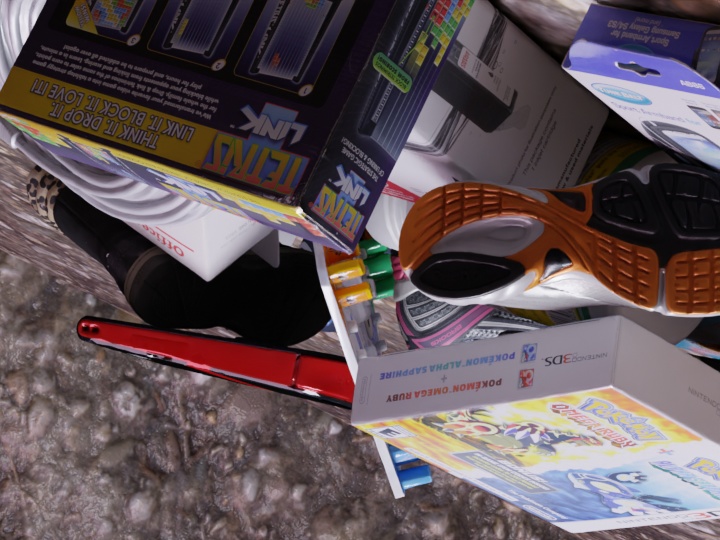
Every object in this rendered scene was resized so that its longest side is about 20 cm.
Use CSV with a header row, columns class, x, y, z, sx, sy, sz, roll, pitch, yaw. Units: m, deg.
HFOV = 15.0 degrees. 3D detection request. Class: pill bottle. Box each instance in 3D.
class,x,y,z,sx,sy,sz,roll,pitch,yaw
pill bottle,0.097,-0.030,1.527,0.200,0.113,0.113,17,169,42

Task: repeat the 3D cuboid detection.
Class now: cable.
class,x,y,z,sx,sy,sz,roll,pitch,yaw
cable,-0.134,-0.118,1.513,0.200,0.069,0.200,42,144,18

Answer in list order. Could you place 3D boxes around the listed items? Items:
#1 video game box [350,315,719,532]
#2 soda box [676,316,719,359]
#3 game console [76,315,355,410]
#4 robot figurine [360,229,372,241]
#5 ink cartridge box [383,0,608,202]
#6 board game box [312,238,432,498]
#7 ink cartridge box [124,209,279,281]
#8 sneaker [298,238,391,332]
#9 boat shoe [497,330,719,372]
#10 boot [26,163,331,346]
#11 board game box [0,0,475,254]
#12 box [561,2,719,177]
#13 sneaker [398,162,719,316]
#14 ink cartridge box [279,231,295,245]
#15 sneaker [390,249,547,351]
class,x,y,z,sx,sy,sz,roll,pitch,yaw
video game box,0.127,0.088,1.482,0.182,0.047,0.200,-14,149,41
soda box,0.226,0.011,1.536,0.063,0.069,0.200,18,173,-6
game console,-0.074,0.057,1.751,0.176,0.031,0.200,13,176,12
robot figurine,-0.040,-0.065,1.808,0.145,0.058,0.200,52,-171,35
ink cartridge box,0.012,-0.104,1.418,0.144,0.084,0.200,17,167,41
board game box,0.000,0.000,1.635,0.026,0.200,0.200,-14,134,5
ink cartridge box,-0.113,-0.076,1.664,0.117,0.067,0.200,35,149,28
sneaker,0.002,-0.006,1.956,0.070,0.109,0.200,27,171,-17
boat shoe,0.160,0.062,1.544,0.199,0.057,0.069,16,157,-15
boot,-0.115,-0.017,1.806,0.200,0.073,0.150,4,-152,-50
board game box,-0.054,-0.114,1.280,0.200,0.166,0.057,20,170,37
box,0.186,-0.069,1.296,0.119,0.042,0.200,16,165,46
sneaker,0.125,-0.012,1.377,0.199,0.076,0.092,4,175,17
ink cartridge box,-0.141,-0.093,1.929,0.200,0.084,0.145,31,169,-32
sneaker,0.116,0.011,1.663,0.199,0.075,0.081,-6,-177,-10
